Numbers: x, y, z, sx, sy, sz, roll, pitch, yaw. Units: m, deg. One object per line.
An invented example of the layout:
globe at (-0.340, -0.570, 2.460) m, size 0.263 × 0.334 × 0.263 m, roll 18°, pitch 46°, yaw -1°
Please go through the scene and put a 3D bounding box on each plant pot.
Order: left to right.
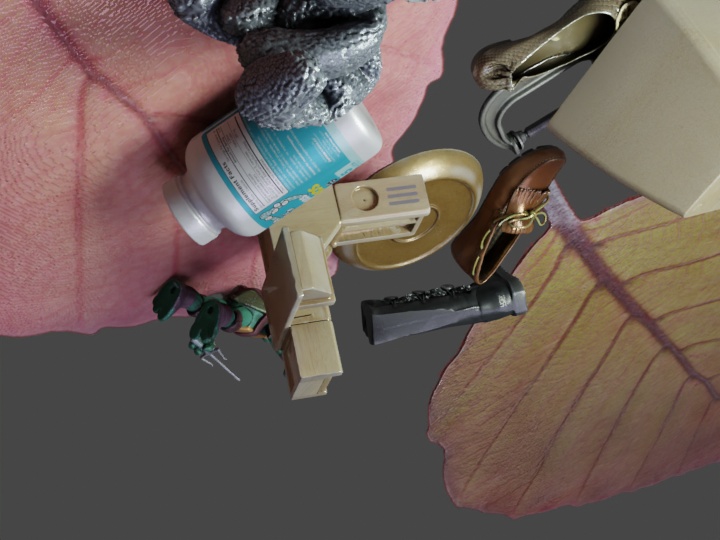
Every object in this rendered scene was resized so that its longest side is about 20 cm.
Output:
plant pot at (0.059, -0.062, 1.451) m, size 0.199 × 0.028 × 0.201 m, roll -22°, pitch 150°, yaw -13°
plant pot at (0.360, -0.171, 1.346) m, size 0.199 × 0.177 × 0.200 m, roll -12°, pitch 146°, yaw -47°

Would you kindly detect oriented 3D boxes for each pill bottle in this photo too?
pill bottle at (-0.087, -0.107, 1.173) m, size 0.199 × 0.111 × 0.111 m, roll -33°, pitch 150°, yaw 9°

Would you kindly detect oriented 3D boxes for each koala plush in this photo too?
koala plush at (-0.017, -0.235, 0.994) m, size 0.183 × 0.178 × 0.200 m, roll -7°, pitch 145°, yaw -53°

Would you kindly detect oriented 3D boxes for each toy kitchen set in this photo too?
toy kitchen set at (0.000, 0.000, 1.261) m, size 0.179 × 0.201 × 0.163 m, roll -8°, pitch 160°, yaw -14°

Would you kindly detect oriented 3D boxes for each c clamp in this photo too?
c clamp at (0.224, -0.189, 1.395) m, size 0.199 × 0.027 × 0.171 m, roll -28°, pitch 151°, yaw -3°

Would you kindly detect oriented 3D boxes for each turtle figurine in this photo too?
turtle figurine at (-0.136, 0.066, 1.417) m, size 0.149 × 0.102 × 0.200 m, roll 3°, pitch 166°, yaw 33°

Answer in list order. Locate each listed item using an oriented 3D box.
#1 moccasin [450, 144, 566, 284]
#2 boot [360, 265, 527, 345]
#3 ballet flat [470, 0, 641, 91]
moccasin at (0.182, -0.066, 1.493) m, size 0.073 × 0.078 × 0.202 m, roll 4°, pitch 133°, yaw -45°
boot at (0.097, 0.048, 1.598) m, size 0.198 × 0.066 × 0.165 m, roll -14°, pitch 180°, yaw -6°
ballet flat at (0.209, -0.233, 1.286) m, size 0.199 × 0.046 × 0.068 m, roll -24°, pitch 135°, yaw -8°
